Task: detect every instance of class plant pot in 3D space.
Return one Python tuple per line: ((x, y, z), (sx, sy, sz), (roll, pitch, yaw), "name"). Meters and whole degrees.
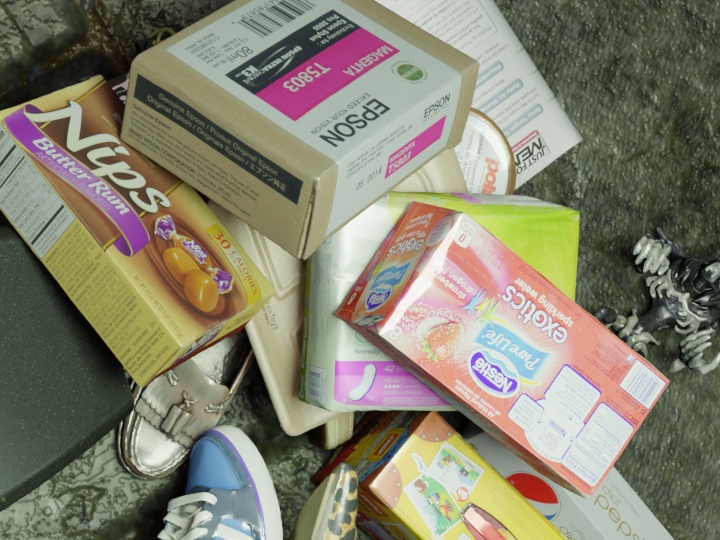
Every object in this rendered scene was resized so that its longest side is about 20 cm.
((-0.274, 0.066, 1.382), (0.176, 0.200, 0.201), (-21, 93, -28), "plant pot")

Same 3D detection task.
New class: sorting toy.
((0.000, 0.000, 1.467), (0.199, 0.036, 0.186), (-23, 102, -17), "sorting toy")

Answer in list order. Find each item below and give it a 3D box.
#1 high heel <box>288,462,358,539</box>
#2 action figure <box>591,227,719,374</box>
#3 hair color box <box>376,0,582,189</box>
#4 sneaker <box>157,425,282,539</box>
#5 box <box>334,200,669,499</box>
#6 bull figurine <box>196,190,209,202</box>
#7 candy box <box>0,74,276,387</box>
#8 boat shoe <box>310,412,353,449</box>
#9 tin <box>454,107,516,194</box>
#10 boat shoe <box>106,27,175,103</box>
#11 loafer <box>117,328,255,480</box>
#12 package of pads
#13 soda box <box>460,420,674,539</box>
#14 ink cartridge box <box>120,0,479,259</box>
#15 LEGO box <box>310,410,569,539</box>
((0.016, 0.231, 1.459), (0.141, 0.072, 0.201), (8, 114, -13), "high heel")
((0.239, 0.037, 1.596), (0.199, 0.102, 0.119), (-35, 86, -16), "action figure")
((0.075, -0.155, 1.573), (0.099, 0.061, 0.201), (-36, 97, -15), "hair color box")
((-0.132, 0.212, 1.415), (0.146, 0.080, 0.202), (0, 78, -40), "sneaker")
((0.096, 0.053, 1.364), (0.200, 0.095, 0.103), (37, 83, -20), "box")
((-0.150, -0.017, 1.449), (0.122, 0.065, 0.200), (51, 33, -7), "bull figurine")
((-0.162, -0.030, 1.353), (0.200, 0.056, 0.116), (52, 36, 6), "candy box")
((-0.009, 0.035, 1.530), (0.064, 0.072, 0.202), (2, 80, -17), "boat shoe")
((0.023, -0.082, 1.505), (0.198, 0.042, 0.113), (15, 88, -16), "tin")
((-0.153, -0.143, 1.490), (0.201, 0.072, 0.061), (-36, 102, -14), "boat shoe")
((-0.114, 0.065, 1.494), (0.072, 0.063, 0.201), (35, 77, -14), "loafer")
((0.058, 0.020, 1.433), (0.198, 0.068, 0.156), (0, 95, -21), "package of pads")
((0.165, 0.182, 1.568), (0.200, 0.068, 0.064), (50, 43, -10), "soda box")
((-0.039, -0.117, 1.381), (0.164, 0.075, 0.200), (32, 43, 20), "ink cartridge box")
((0.076, 0.198, 1.504), (0.200, 0.149, 0.077), (44, 75, -11), "LEGO box")
